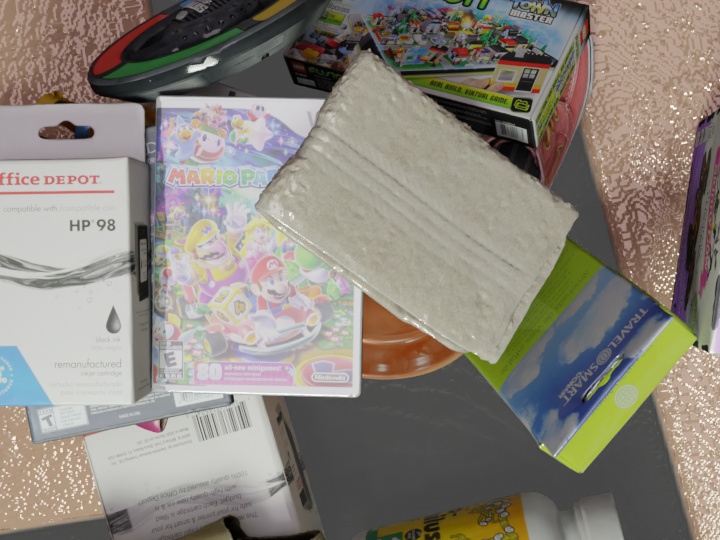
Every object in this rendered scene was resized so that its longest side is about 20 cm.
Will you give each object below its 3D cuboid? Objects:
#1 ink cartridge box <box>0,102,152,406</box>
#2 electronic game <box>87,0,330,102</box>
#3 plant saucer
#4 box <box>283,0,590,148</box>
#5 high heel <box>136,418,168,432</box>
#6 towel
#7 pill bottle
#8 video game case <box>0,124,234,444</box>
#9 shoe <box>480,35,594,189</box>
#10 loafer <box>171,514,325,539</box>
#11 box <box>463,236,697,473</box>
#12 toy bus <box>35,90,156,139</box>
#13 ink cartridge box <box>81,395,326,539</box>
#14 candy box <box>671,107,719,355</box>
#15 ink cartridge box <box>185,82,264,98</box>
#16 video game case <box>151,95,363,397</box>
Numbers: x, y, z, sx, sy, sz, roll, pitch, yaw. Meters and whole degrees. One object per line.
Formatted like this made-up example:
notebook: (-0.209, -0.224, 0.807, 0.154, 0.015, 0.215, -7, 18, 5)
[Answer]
ink cartridge box: (-0.201, -0.013, 0.790, 0.116, 0.067, 0.201, -1, 91, 2)
electronic game: (-0.108, -0.180, 0.877, 0.200, 0.200, 0.042, -21, 116, 8)
plant saucer: (0.000, 0.000, 0.892, 0.200, 0.032, 0.201, 9, 132, 10)
box: (0.056, -0.166, 0.882, 0.200, 0.035, 0.110, 18, 66, 22)
high heel: (-0.124, 0.016, 0.866, 0.096, 0.067, 0.200, 37, 87, 22)
towel: (0.043, -0.039, 0.797, 0.200, 0.034, 0.133, 36, 79, -17)
pill bottle: (0.099, 0.229, 0.890, 0.200, 0.113, 0.113, -15, 89, 8)
video game case: (-0.177, 0.009, 0.832, 0.143, 0.019, 0.200, -11, 90, 2)
shoe: (0.126, -0.106, 0.891, 0.071, 0.091, 0.200, 18, 93, 7)
loafer: (-0.110, 0.209, 0.857, 0.200, 0.076, 0.068, 4, 90, -2)
box: (0.148, 0.053, 0.839, 0.048, 0.200, 0.122, 36, 96, -22)
toy bus: (-0.226, -0.068, 0.933, 0.200, 0.136, 0.192, -46, 69, 4)
ink cartridge box: (-0.122, 0.159, 0.934, 0.146, 0.083, 0.200, -16, 88, 8)
candy box: (0.268, -0.027, 0.819, 0.071, 0.200, 0.168, 8, 91, 7)
ink cartridge box: (-0.033, -0.097, 0.910, 0.200, 0.099, 0.039, 18, 91, 8)
video game case: (-0.068, -0.016, 0.810, 0.143, 0.018, 0.201, 1, 91, 3)
